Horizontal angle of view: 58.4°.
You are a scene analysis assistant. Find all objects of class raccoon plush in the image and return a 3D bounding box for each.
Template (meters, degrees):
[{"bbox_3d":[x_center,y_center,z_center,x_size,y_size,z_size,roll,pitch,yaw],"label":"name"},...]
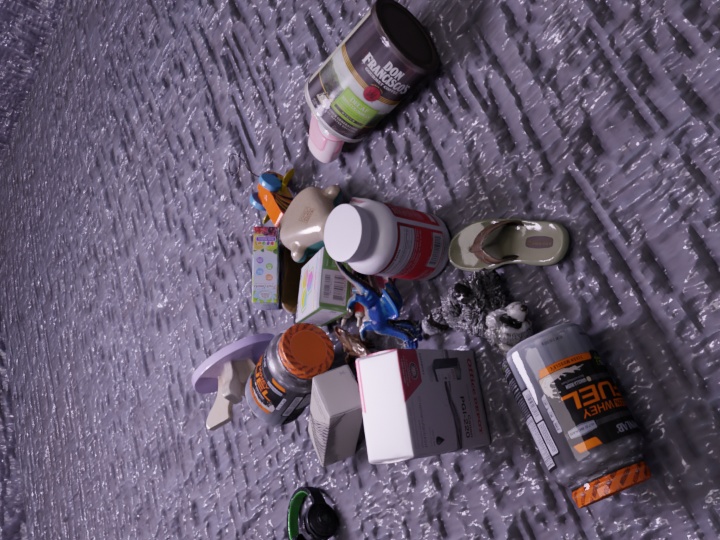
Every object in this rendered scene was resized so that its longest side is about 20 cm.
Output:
[{"bbox_3d":[0.183,0.087,0.966,0.135,0.096,0.201,59,157,16],"label":"raccoon plush"}]

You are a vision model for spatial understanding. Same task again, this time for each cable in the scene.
[{"bbox_3d":[0.000,0.000,1.124,0.096,0.050,0.204,5,90,51],"label":"cable"}]

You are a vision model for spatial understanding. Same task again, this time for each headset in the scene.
[{"bbox_3d":[-0.097,0.489,1.180,0.200,0.093,0.125,44,117,52],"label":"headset"}]

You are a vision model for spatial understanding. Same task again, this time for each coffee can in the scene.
[{"bbox_3d":[0.017,-0.341,1.117,0.199,0.145,0.149,-37,61,38],"label":"coffee can"}]

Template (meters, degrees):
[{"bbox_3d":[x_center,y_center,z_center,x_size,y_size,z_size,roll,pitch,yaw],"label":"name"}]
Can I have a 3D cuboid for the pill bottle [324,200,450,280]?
[{"bbox_3d":[0.043,-0.047,1.016,0.111,0.198,0.115,-7,80,45],"label":"pill bottle"}]

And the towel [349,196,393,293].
[{"bbox_3d":[0.010,-0.026,1.171,0.145,0.030,0.204,19,99,45],"label":"towel"}]

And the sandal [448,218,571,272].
[{"bbox_3d":[0.208,-0.043,0.944,0.199,0.057,0.081,-6,81,46],"label":"sandal"}]

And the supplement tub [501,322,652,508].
[{"bbox_3d":[0.269,0.180,0.808,0.122,0.121,0.202,-42,58,34],"label":"supplement tub"}]

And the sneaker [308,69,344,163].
[{"bbox_3d":[-0.068,-0.296,1.252,0.105,0.074,0.203,114,155,-51],"label":"sneaker"}]

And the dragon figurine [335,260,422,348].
[{"bbox_3d":[0.034,0.052,1.043,0.098,0.059,0.203,-18,105,19],"label":"dragon figurine"}]

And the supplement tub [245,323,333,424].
[{"bbox_3d":[-0.126,0.186,1.161,0.201,0.121,0.124,-55,49,47],"label":"supplement tub"}]

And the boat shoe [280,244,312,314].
[{"bbox_3d":[-0.129,-0.013,1.288,0.069,0.070,0.204,145,136,-71],"label":"boat shoe"}]

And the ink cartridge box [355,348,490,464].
[{"bbox_3d":[0.095,0.192,0.935,0.084,0.198,0.148,-20,71,37],"label":"ink cartridge box"}]

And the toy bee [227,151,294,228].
[{"bbox_3d":[-0.174,-0.172,1.330,0.130,0.108,0.203,-33,73,40],"label":"toy bee"}]

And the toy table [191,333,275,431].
[{"bbox_3d":[-0.242,0.230,1.314,0.199,0.183,0.118,-36,57,12],"label":"toy table"}]

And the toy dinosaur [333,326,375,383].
[{"bbox_3d":[0.017,0.194,1.107,0.135,0.085,0.204,8,103,54],"label":"toy dinosaur"}]

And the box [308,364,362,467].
[{"bbox_3d":[-0.044,0.253,1.103,0.202,0.067,0.083,97,150,-50],"label":"box"}]

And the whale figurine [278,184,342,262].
[{"bbox_3d":[-0.067,-0.078,1.187,0.199,0.103,0.161,18,76,56],"label":"whale figurine"}]

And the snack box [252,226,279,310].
[{"bbox_3d":[-0.187,0.002,1.284,0.200,0.052,0.145,129,140,-80],"label":"snack box"}]

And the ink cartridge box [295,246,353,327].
[{"bbox_3d":[-0.073,0.039,1.156,0.200,0.058,0.106,145,133,-65],"label":"ink cartridge box"}]
